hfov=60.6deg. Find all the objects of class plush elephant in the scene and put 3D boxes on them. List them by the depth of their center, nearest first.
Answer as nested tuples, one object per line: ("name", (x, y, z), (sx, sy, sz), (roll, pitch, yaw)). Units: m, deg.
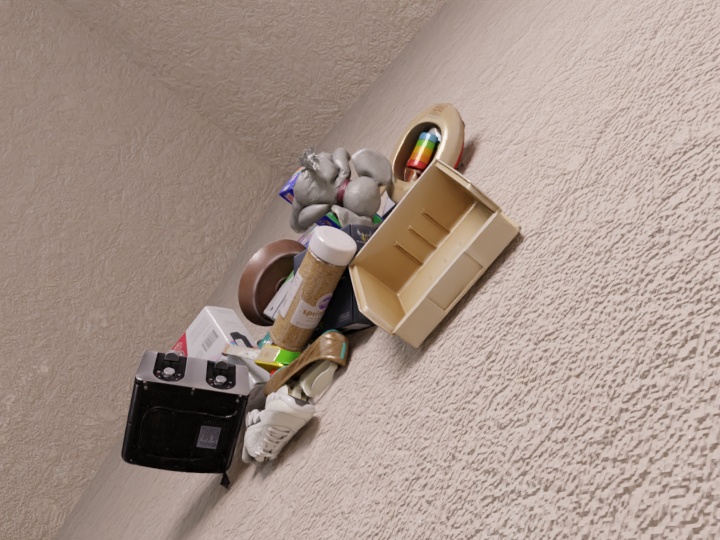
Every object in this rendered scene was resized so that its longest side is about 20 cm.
("plush elephant", (-0.028, -0.131, 1.068), (0.165, 0.155, 0.200), (-60, -5, -12))

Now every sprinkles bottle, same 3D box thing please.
("sprinkles bottle", (-0.075, 0.031, 0.944), (0.068, 0.068, 0.200), (-84, 19, -62))

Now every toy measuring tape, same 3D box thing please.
("toy measuring tape", (-0.155, 0.165, 1.077), (0.200, 0.074, 0.074), (2, 50, 34))

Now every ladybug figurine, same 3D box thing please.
("ladybug figurine", (0.120, -0.196, 1.074), (0.136, 0.072, 0.200), (27, 89, 44))

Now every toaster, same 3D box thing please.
("toaster", (-0.286, 0.239, 1.019), (0.119, 0.180, 0.200), (-110, 34, -64))

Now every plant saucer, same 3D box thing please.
("plant saucer", (-0.168, 0.033, 1.316), (0.034, 0.200, 0.200), (25, 76, 41))

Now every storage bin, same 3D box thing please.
("storage bin", (0.087, -0.026, 0.802), (0.200, 0.094, 0.199), (-50, 15, 11))

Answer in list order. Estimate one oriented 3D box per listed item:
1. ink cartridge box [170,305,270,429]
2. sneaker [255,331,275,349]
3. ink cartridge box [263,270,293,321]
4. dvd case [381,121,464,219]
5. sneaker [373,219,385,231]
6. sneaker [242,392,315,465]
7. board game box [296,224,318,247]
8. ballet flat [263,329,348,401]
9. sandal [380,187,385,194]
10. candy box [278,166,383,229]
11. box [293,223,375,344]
("ink cartridge box", (-0.264, 0.191, 1.182), (0.146, 0.200, 0.083), (-49, -28, 16))
("sneaker", (-0.235, 0.198, 1.257), (0.200, 0.080, 0.071), (-56, -26, -8))
("ink cartridge box", (-0.103, 0.055, 1.210), (0.146, 0.084, 0.200), (-55, 15, -10))
("dvd case", (0.123, -0.199, 1.216), (0.200, 0.025, 0.150), (-42, 19, 38))
("sneaker", (0.000, 0.000, 1.052), (0.200, 0.070, 0.109), (-47, 14, 11))
("sneaker", (-0.126, 0.239, 0.914), (0.200, 0.075, 0.081), (-47, 22, 52))
("board game box", (-0.105, -0.100, 1.569), (0.200, 0.041, 0.200), (-48, 9, -12))
("ballet flat", (-0.087, 0.173, 0.967), (0.200, 0.068, 0.072), (-41, 38, 27))
("sandal", (-0.023, -0.146, 1.450), (0.212, 0.070, 0.078), (-53, 15, 1))
("candy box", (-0.058, -0.127, 1.259), (0.077, 0.200, 0.169), (-55, 15, -7))
("box", (-0.046, 0.028, 1.010), (0.200, 0.051, 0.158), (-23, 63, 53))
